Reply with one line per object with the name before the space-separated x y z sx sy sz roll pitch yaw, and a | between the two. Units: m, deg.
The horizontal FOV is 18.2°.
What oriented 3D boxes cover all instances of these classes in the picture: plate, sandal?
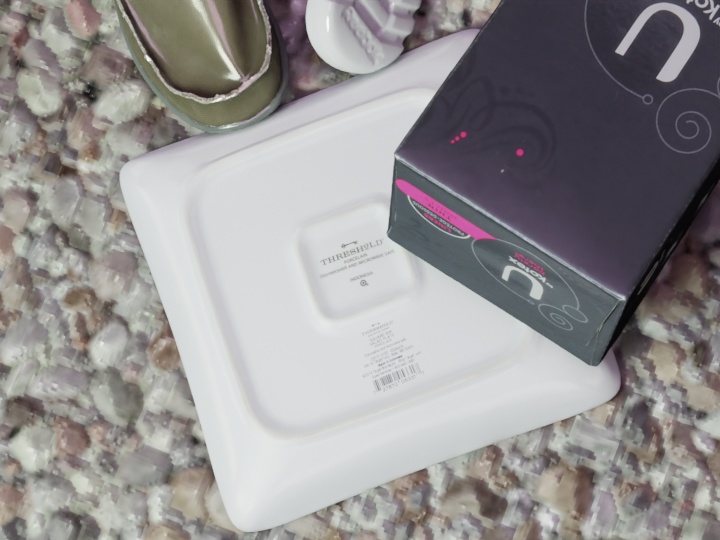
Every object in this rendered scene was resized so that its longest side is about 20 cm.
plate | 0.000 0.000 1.077 0.199 0.032 0.201 -20 74 2
sandal | 0.010 -0.195 1.109 0.050 0.082 0.203 5 68 47

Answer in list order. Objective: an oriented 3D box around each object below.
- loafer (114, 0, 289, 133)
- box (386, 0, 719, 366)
loafer | -0.101 -0.158 1.109 0.075 0.070 0.200 -30 72 0
box | 0.114 -0.079 1.021 0.122 0.106 0.200 32 74 9
